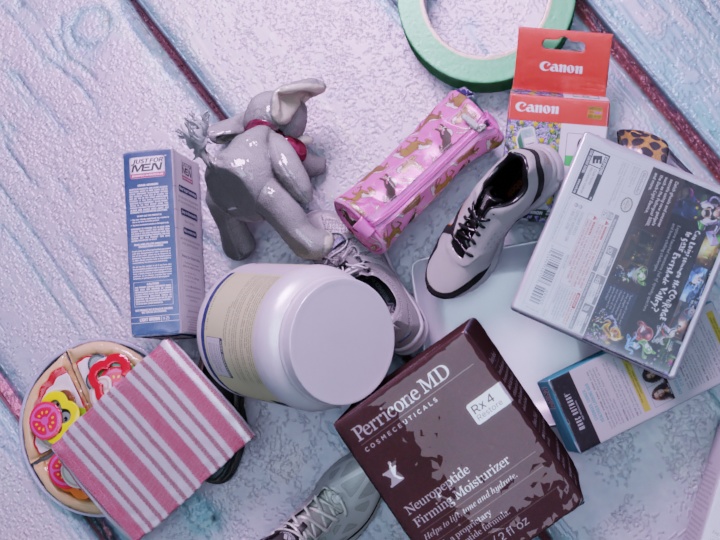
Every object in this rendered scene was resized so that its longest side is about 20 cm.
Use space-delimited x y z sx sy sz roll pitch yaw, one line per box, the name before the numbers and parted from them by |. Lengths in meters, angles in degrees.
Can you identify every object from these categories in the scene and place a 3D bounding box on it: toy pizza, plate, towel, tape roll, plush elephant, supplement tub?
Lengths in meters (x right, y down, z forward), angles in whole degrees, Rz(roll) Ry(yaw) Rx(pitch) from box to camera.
toy pizza | -0.297 0.178 1.400 0.197 0.032 0.204 -1 85 8
plate | 0.164 0.074 1.344 0.196 0.032 0.203 -9 84 8
towel | -0.228 0.186 1.349 0.200 0.030 0.147 -42 91 13
tape roll | 0.140 -0.303 1.373 0.197 0.048 0.204 -1 84 8
plush elephant | -0.099 -0.125 1.351 0.155 0.164 0.201 -50 117 -34
supplement tub | -0.069 0.067 1.272 0.143 0.199 0.147 -1 92 -32

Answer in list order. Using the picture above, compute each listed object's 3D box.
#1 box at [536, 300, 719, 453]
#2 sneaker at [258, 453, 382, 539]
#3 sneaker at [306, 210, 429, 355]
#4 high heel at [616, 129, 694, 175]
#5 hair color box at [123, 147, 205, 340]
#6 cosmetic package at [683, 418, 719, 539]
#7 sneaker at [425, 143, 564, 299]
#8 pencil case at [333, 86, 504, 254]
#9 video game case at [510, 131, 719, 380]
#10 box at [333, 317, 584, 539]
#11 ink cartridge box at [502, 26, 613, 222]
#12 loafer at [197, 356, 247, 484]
box | 0.292 0.111 1.289 0.198 0.049 0.083 -24 87 -8
sneaker | -0.048 0.277 1.313 0.076 0.115 0.201 42 91 9
sneaker | 0.000 0.000 1.338 0.075 0.082 0.200 -45 64 3
high heel | 0.278 -0.049 1.317 0.142 0.071 0.200 44 80 7
hair color box | -0.216 -0.026 1.372 0.060 0.100 0.203 -4 84 9
cosmetic package | 0.380 0.259 1.262 0.070 0.101 0.203 17 88 8
sneaker | 0.126 -0.054 1.287 0.074 0.080 0.201 44 111 22
pencil case | 0.061 -0.105 1.326 0.200 0.087 0.083 -43 65 -11
video game case | 0.274 -0.016 1.264 0.180 0.023 0.202 23 86 10
box | 0.102 0.180 1.245 0.165 0.164 0.201 -36 88 8
ink cartridge box | 0.210 -0.153 1.320 0.107 0.050 0.203 6 104 7
loafer | -0.162 0.136 1.368 0.071 0.063 0.203 5 85 9
